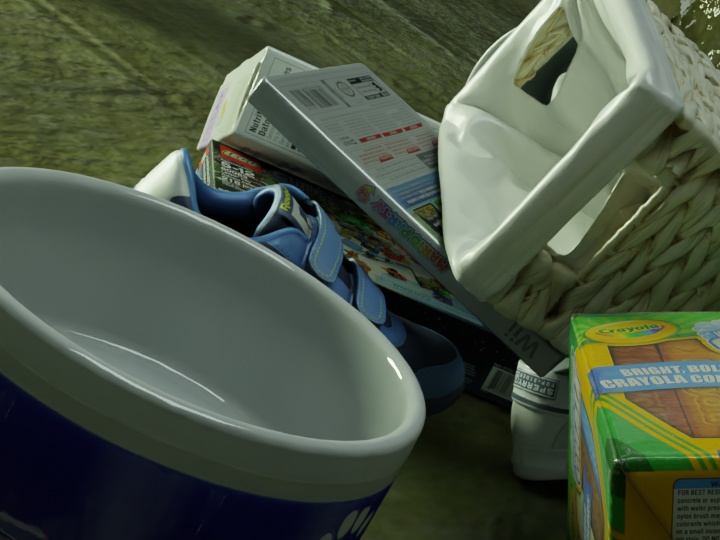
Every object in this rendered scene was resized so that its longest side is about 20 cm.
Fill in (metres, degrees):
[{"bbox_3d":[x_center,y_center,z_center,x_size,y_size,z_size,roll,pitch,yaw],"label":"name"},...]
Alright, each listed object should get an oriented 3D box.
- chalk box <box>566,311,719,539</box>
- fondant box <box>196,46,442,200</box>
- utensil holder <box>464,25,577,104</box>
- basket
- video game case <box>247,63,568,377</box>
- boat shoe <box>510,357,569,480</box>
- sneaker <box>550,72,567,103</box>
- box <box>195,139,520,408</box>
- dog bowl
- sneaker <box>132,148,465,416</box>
[{"bbox_3d":[0.153,0.091,0.747,0.124,0.124,0.200,-2,20,0],"label":"chalk box"},{"bbox_3d":[0.010,-0.064,1.076,0.200,0.058,0.144,24,-6,-12],"label":"fondant box"},{"bbox_3d":[0.186,-0.109,1.373,0.170,0.170,0.200,33,16,17],"label":"utensil holder"},{"bbox_3d":[0.127,-0.050,0.880,0.123,0.136,0.200,36,22,-17],"label":"basket"},{"bbox_3d":[0.043,-0.033,0.916,0.200,0.018,0.143,43,20,9],"label":"video game case"},{"bbox_3d":[0.152,0.084,0.932,0.200,0.066,0.074,7,6,-35],"label":"boat shoe"},{"bbox_3d":[0.147,-0.024,1.067,0.073,0.116,0.200,5,40,-21],"label":"sneaker"},{"bbox_3d":[0.000,0.000,0.990,0.200,0.038,0.137,23,18,-14],"label":"box"},{"bbox_3d":[-0.080,0.043,0.676,0.200,0.079,0.200,25,17,-8],"label":"dog bowl"},{"bbox_3d":[-0.029,0.009,0.847,0.200,0.082,0.074,23,16,-20],"label":"sneaker"}]
